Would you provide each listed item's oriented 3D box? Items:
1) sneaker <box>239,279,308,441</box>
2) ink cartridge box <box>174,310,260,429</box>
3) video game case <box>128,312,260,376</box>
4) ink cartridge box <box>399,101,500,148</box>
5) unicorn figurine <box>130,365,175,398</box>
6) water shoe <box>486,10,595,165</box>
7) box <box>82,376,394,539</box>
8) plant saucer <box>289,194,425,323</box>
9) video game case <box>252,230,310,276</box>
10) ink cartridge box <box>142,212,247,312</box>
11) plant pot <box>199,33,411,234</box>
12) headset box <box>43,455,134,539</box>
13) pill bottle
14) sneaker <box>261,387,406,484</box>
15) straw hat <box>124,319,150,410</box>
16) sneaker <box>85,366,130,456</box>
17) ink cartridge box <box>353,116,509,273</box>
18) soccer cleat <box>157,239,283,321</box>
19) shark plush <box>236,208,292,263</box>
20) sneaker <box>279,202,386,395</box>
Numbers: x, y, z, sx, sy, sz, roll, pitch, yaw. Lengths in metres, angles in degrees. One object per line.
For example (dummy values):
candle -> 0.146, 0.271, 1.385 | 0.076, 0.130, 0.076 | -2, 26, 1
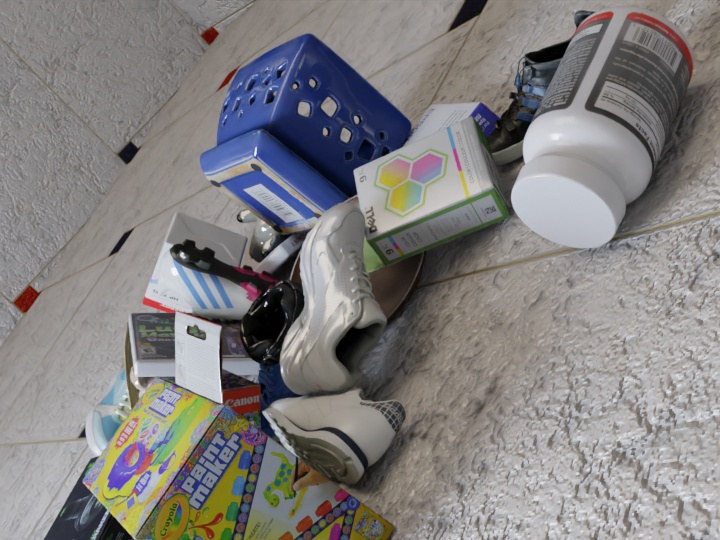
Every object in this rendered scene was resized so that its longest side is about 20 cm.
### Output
sneaker -> -0.098, 0.099, 1.040 | 0.077, 0.111, 0.201 | 45, 111, 41
ink cartridge box -> -0.152, 0.146, 1.025 | 0.109, 0.050, 0.201 | 12, 104, 53
video game case -> -0.183, 0.088, 1.199 | 0.182, 0.199, 0.024 | -135, 47, -68
ink cartridge box -> 0.083, -0.123, 1.198 | 0.200, 0.041, 0.200 | -53, 22, -7
unicorn figurine -> -0.201, 0.178, 1.161 | 0.074, 0.199, 0.137 | -60, -2, 9
water shoe -> 0.195, -0.202, 1.059 | 0.200, 0.079, 0.072 | -41, 23, 20
box -> -0.113, 0.203, 0.844 | 0.122, 0.192, 0.200 | -56, 22, -15
plant saucer -> 0.000, 0.000, 1.107 | 0.199, 0.032, 0.201 | -23, 51, 31
video game case -> -0.148, 0.015, 1.367 | 0.200, 0.023, 0.182 | -43, 3, 19
ink cartridge box -> -0.259, 0.013, 1.473 | 0.200, 0.116, 0.068 | 122, 163, -46
plant pot -> -0.083, -0.163, 1.274 | 0.200, 0.200, 0.181 | -9, 50, 54
headset box -> -0.295, 0.307, 1.161 | 0.200, 0.093, 0.175 | -26, 32, 47
pill bottle -> 0.212, -0.127, 0.856 | 0.116, 0.116, 0.201 | -14, 41, 55
sneaker -> -0.029, 0.153, 0.949 | 0.080, 0.077, 0.200 | -44, 22, -22
straw hat -> -0.253, 0.156, 1.301 | 0.085, 0.202, 0.201 | -9, 26, -2
sneaker -> -0.338, 0.188, 1.455 | 0.130, 0.079, 0.200 | -40, 25, 26
ink cartridge box -> 0.051, -0.074, 1.041 | 0.199, 0.059, 0.104 | -22, 51, 16
soccer cleat -> -0.167, 0.035, 1.243 | 0.087, 0.199, 0.070 | -60, 8, 26
shark plush -> -0.102, -0.095, 1.461 | 0.091, 0.083, 0.200 | 38, 90, 31
sneaker -> -0.010, 0.029, 0.966 | 0.099, 0.078, 0.201 | 1, 76, 36
